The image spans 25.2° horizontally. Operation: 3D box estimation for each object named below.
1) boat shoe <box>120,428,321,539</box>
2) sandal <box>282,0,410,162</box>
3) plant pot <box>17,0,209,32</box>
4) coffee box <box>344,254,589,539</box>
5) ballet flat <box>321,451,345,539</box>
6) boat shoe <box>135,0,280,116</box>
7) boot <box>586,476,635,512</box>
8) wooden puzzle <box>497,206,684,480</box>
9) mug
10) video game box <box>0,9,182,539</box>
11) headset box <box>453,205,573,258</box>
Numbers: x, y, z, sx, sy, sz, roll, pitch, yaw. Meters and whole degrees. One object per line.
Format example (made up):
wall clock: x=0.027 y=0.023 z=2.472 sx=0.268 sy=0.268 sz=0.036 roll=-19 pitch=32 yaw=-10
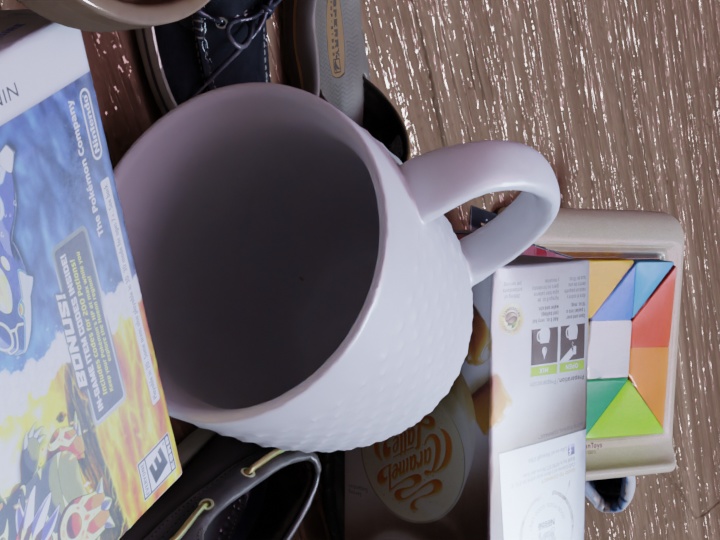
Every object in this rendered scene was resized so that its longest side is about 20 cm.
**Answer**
boat shoe: x=-0.083 y=0.140 z=0.731 sx=0.202 sy=0.060 sz=0.072 roll=-54 pitch=138 yaw=-49
sandal: x=0.000 y=-0.076 z=0.893 sx=0.082 sy=0.054 sz=0.202 roll=-27 pitch=117 yaw=-61
plant pot: x=-0.124 y=-0.182 z=0.574 sx=0.200 sy=0.092 sz=0.203 roll=20 pitch=68 yaw=-60
coffee box: x=0.056 y=0.093 z=0.870 sx=0.079 sy=0.114 sz=0.203 roll=-4 pitch=96 yaw=-43
ballet flat: x=0.004 y=0.163 z=0.946 sx=0.066 sy=0.057 sz=0.202 roll=-18 pitch=105 yaw=-34
boat shoe: x=-0.066 y=-0.129 z=0.746 sx=0.075 sy=0.062 sz=0.202 roll=-55 pitch=141 yaw=-51
boot: x=0.196 y=0.111 z=1.289 sx=0.201 sy=0.073 sz=0.096 roll=66 pitch=30 yaw=-44
wooden puzzle: x=0.175 y=0.055 z=1.200 sx=0.183 sy=0.037 sz=0.203 roll=0 pitch=90 yaw=-35
mug: x=0.000 y=0.000 z=0.743 sx=0.175 sy=0.199 sz=0.149 roll=32 pitch=33 yaw=-63
video game box: x=-0.142 y=0.031 z=0.560 sx=0.182 sy=0.046 sz=0.202 roll=-44 pitch=130 yaw=-51
headset box: x=0.079 y=0.061 z=1.043 sx=0.148 sy=0.074 sz=0.202 roll=10 pitch=83 yaw=-64
